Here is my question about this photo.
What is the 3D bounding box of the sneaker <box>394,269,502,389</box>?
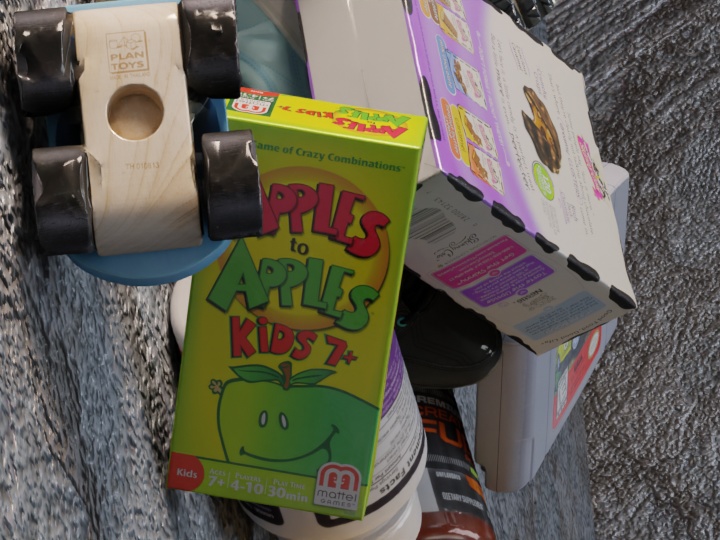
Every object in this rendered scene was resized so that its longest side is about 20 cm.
[{"bbox_3d":[0.000,0.000,1.630,0.079,0.200,0.075,-32,-150,59],"label":"sneaker"}]

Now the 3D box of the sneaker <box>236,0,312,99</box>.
[{"bbox_3d":[-0.037,-0.087,1.664,0.200,0.082,0.074,48,-6,-21],"label":"sneaker"}]

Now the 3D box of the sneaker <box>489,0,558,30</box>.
[{"bbox_3d":[0.049,-0.157,1.794,0.078,0.200,0.086,40,1,-26],"label":"sneaker"}]

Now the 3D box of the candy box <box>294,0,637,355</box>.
[{"bbox_3d":[0.058,-0.069,1.617,0.200,0.072,0.168,33,38,-47],"label":"candy box"}]

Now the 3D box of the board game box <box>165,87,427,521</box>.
[{"bbox_3d":[-0.032,0.017,1.449,0.048,0.101,0.200,-74,173,-68],"label":"board game box"}]

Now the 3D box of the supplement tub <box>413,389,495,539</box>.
[{"bbox_3d":[0.010,0.105,1.769,0.107,0.107,0.200,68,5,-56],"label":"supplement tub"}]

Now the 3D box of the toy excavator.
[{"bbox_3d":[-0.106,-0.078,1.368,0.200,0.100,0.195,103,-19,-75],"label":"toy excavator"}]

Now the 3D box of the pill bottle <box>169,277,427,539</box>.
[{"bbox_3d":[-0.026,0.076,1.593,0.111,0.111,0.200,-90,168,-45],"label":"pill bottle"}]

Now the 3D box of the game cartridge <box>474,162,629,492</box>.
[{"bbox_3d":[0.118,0.025,1.783,0.200,0.041,0.133,-56,150,-49],"label":"game cartridge"}]
